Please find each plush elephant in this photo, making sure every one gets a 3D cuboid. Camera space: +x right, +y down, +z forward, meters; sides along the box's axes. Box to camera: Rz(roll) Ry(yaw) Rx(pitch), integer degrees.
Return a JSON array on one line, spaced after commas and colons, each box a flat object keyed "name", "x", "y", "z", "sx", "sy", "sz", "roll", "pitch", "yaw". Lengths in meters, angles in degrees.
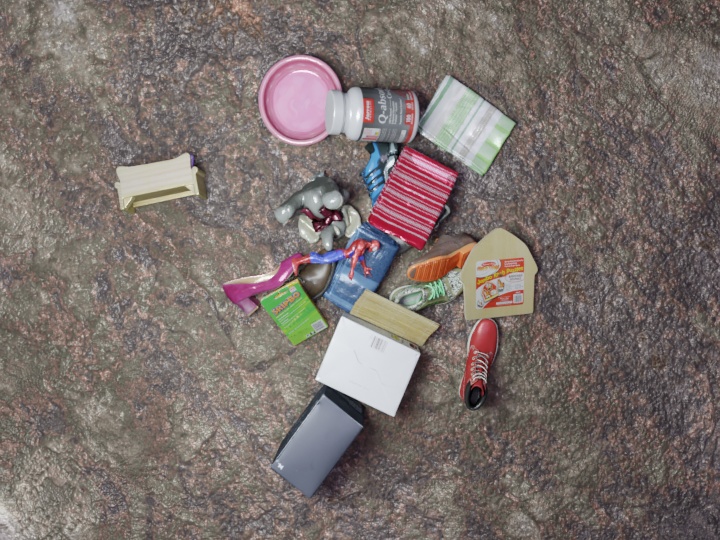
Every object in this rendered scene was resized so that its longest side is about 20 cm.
[{"name": "plush elephant", "x": -0.083, "y": -0.120, "z": 1.729, "sx": 0.161, "sy": 0.201, "sz": 0.158, "roll": -16, "pitch": 114, "yaw": 15}]

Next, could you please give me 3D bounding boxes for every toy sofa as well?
[{"name": "toy sofa", "x": -0.459, "y": -0.200, "z": 1.764, "sx": 0.194, "sy": 0.083, "sz": 0.100, "roll": -11, "pitch": 87, "yaw": 2}]

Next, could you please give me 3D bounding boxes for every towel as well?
[{"name": "towel", "x": 0.000, "y": 0.000, "z": 1.749, "sx": 0.110, "sy": 0.049, "sz": 0.203, "roll": 29, "pitch": 109, "yaw": 0}, {"name": "towel", "x": 0.242, "y": -0.336, "z": 1.767, "sx": 0.198, "sy": 0.031, "sz": 0.151, "roll": 34, "pitch": 93, "yaw": 0}, {"name": "towel", "x": 0.117, "y": -0.162, "z": 1.706, "sx": 0.142, "sy": 0.023, "sz": 0.204, "roll": 27, "pitch": 81, "yaw": 2}]

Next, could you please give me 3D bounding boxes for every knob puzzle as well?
[{"name": "knob puzzle", "x": 0.313, "y": 0.003, "z": 1.752, "sx": 0.214, "sy": 0.030, "sz": 0.226, "roll": -3, "pitch": 101, "yaw": -16}]

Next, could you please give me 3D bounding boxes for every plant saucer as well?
[{"name": "plant saucer", "x": -0.136, "y": -0.389, "z": 1.766, "sx": 0.194, "sy": 0.051, "sz": 0.207, "roll": 0, "pitch": 93, "yaw": 1}]

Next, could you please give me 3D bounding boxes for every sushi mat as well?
[{"name": "sushi mat", "x": 0.077, "y": 0.109, "z": 1.745, "sx": 0.196, "sy": 0.096, "sz": 0.012, "roll": 26, "pitch": 49, "yaw": -12}]

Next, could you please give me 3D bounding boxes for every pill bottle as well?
[{"name": "pill bottle", "x": 0.024, "y": -0.347, "z": 1.706, "sx": 0.194, "sy": 0.116, "sz": 0.119, "roll": -1, "pitch": 92, "yaw": -16}]

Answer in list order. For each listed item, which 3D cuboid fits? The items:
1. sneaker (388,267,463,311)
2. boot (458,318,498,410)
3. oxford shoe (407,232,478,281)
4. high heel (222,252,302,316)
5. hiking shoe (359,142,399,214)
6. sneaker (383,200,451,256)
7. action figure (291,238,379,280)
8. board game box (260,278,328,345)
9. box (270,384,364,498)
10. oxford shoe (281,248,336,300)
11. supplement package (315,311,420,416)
[{"name": "sneaker", "x": 0.159, "y": 0.053, "z": 1.752, "sx": 0.196, "sy": 0.089, "sz": 0.079, "roll": -23, "pitch": 91, "yaw": 2}, {"name": "boot", "x": 0.273, "y": 0.210, "z": 1.727, "sx": 0.070, "sy": 0.144, "sz": 0.205, "roll": 14, "pitch": 91, "yaw": 3}, {"name": "oxford shoe", "x": 0.179, "y": -0.033, "z": 1.736, "sx": 0.196, "sy": 0.072, "sz": 0.073, "roll": -18, "pitch": 54, "yaw": -27}, {"name": "high heel", "x": -0.227, "y": 0.008, "z": 1.774, "sx": 0.199, "sy": 0.068, "sz": 0.096, "roll": -42, "pitch": 99, "yaw": 15}, {"name": "hiking shoe", "x": 0.037, "y": -0.198, "z": 1.763, "sx": 0.084, "sy": 0.074, "sz": 0.206, "roll": 7, "pitch": 82, "yaw": 9}, {"name": "sneaker", "x": 0.125, "y": -0.100, "z": 1.745, "sx": 0.199, "sy": 0.082, "sz": 0.077, "roll": -41, "pitch": 106, "yaw": 2}, {"name": "action figure", "x": -0.045, "y": -0.008, "z": 1.681, "sx": 0.195, "sy": 0.065, "sz": 0.101, "roll": -18, "pitch": 101, "yaw": 0}, {"name": "board game box", "x": -0.149, "y": 0.093, "z": 1.722, "sx": 0.094, "sy": 0.201, "sz": 0.030, "roll": -28, "pitch": 54, "yaw": 1}, {"name": "box", "x": -0.091, "y": 0.370, "z": 1.713, "sx": 0.117, "sy": 0.200, "sz": 0.198, "roll": 37, "pitch": 93, "yaw": 0}, {"name": "oxford shoe", "x": -0.128, "y": 0.031, "z": 1.741, "sx": 0.073, "sy": 0.084, "sz": 0.202, "roll": 42, "pitch": 101, "yaw": 30}, {"name": "supplement package", "x": 0.018, "y": 0.210, "z": 1.749, "sx": 0.196, "sy": 0.111, "sz": 0.159, "roll": 24, "pitch": 93, "yaw": 0}]
